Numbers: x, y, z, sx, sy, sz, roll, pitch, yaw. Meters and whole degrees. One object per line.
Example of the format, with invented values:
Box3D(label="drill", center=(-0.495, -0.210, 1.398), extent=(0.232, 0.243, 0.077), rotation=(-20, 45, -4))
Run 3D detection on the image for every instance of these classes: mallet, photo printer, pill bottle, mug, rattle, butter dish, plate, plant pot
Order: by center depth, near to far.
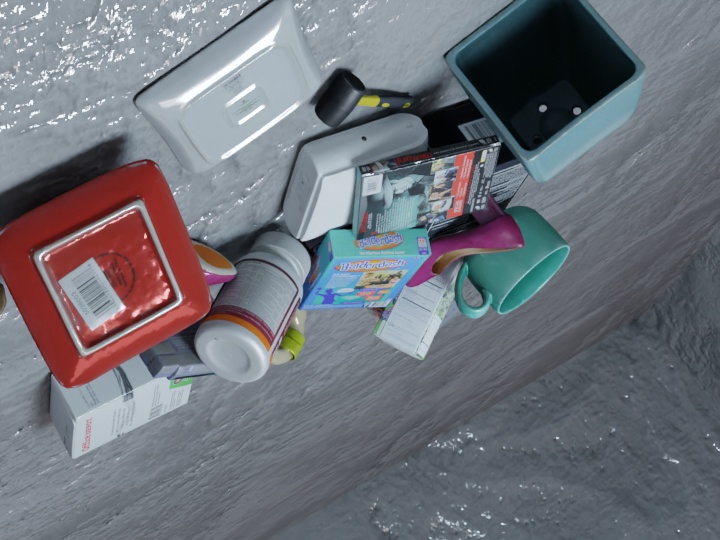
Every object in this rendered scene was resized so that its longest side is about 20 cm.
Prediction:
Box3D(label="butter dish", center=(-0.295, -0.010, 1.251), extent=(0.197, 0.147, 0.203), rotation=(-29, 118, -18))
Box3D(label="plate", center=(-0.133, -0.193, 1.252), extent=(0.198, 0.033, 0.200), rotation=(-35, 160, -2))
Box3D(label="mallet", center=(0.009, -0.211, 1.453), extent=(0.066, 0.041, 0.199), rotation=(-44, 163, 20))
Box3D(label="plant pot", center=(0.261, -0.240, 1.548), extent=(0.195, 0.198, 0.200), rotation=(-36, 157, 3))
Box3D(label="photo printer", center=(-0.001, -0.131, 1.552), extent=(0.197, 0.070, 0.167), rotation=(-21, 156, -28))
Box3D(label="pill bottle", center=(-0.143, 0.046, 1.557), extent=(0.110, 0.108, 0.202), rotation=(-57, -174, 47))
Box3D(label="mug", center=(0.223, -0.022, 1.744), extent=(0.184, 0.115, 0.153), rotation=(-19, 152, -47))
Box3D(label="rattle", center=(-0.182, 0.068, 1.784), extent=(0.199, 0.141, 0.132), rotation=(26, 86, -52))

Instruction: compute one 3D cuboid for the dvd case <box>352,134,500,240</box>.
Box3D(label="dvd case", center=(0.087, -0.111, 1.528), extent=(0.196, 0.022, 0.147), rotation=(-15, 148, -13))

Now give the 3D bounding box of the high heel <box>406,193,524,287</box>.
Box3D(label="high heel", center=(0.151, -0.017, 1.681), extent=(0.200, 0.097, 0.067), rotation=(-45, 157, 27))

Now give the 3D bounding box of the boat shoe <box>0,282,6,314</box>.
Box3D(label="boat shoe", center=(-0.450, 0.086, 1.292), extent=(0.068, 0.075, 0.201), rotation=(-13, 150, -37))

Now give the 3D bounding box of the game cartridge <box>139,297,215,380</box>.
Box3D(label="game cartridge", center=(-0.247, 0.090, 1.567), extent=(0.038, 0.131, 0.199), rotation=(-41, 160, 24))

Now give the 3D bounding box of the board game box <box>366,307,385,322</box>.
Box3D(label="board game box", center=(0.078, -0.010, 1.893), extent=(0.202, 0.046, 0.152), rotation=(-61, 164, -9))

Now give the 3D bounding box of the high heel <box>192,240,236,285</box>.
Box3D(label="high heel", center=(-0.250, 0.014, 1.466), extent=(0.199, 0.067, 0.097), rotation=(3, 128, -54))

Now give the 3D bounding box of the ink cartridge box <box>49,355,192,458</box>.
Box3D(label="ink cartridge box", center=(-0.350, 0.174, 1.653), extent=(0.198, 0.085, 0.147), rotation=(-25, 158, -28))

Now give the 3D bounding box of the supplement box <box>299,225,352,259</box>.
Box3D(label="supplement box", center=(-0.028, -0.019, 1.796), extent=(0.108, 0.061, 0.201), rotation=(-33, 160, -8))

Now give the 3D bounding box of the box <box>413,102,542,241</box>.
Box3D(label="box", center=(0.142, -0.142, 1.703), extent=(0.198, 0.124, 0.199), rotation=(-20, 155, -34))

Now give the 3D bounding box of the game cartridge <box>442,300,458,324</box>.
Box3D(label="game cartridge", center=(0.139, 0.093, 2.386), extent=(0.133, 0.041, 0.200), rotation=(-37, 161, 12))

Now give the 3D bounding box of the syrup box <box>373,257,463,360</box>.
Box3D(label="syrup box", center=(0.104, 0.033, 1.813), extent=(0.203, 0.080, 0.079), rotation=(-64, 163, -5))

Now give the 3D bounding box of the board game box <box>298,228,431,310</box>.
Box3D(label="board game box", center=(0.000, 0.000, 1.664), extent=(0.149, 0.046, 0.200), rotation=(-1, 157, -20))
